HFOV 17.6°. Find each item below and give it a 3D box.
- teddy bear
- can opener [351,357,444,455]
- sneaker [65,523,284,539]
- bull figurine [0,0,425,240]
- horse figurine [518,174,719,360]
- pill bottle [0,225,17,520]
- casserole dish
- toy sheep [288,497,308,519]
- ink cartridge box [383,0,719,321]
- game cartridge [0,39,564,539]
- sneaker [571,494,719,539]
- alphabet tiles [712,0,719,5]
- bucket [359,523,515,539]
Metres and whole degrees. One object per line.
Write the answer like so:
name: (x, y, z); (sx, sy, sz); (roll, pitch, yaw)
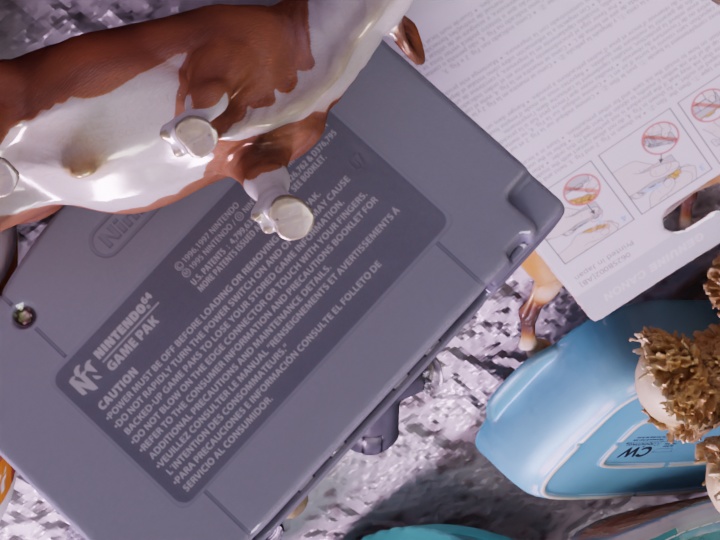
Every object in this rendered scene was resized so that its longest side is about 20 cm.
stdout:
teddy bear: (0.198, 0.052, 0.996); (0.199, 0.145, 0.067); (5, 135, -35)
can opener: (0.000, 0.000, 0.958); (0.078, 0.063, 0.200); (-8, 137, -15)
sneaker: (-0.081, 0.187, 1.108); (0.113, 0.076, 0.200); (-7, 134, -13)
bull figurine: (-0.063, -0.051, 0.766); (0.199, 0.122, 0.065); (-17, 116, 13)
horse figurine: (0.112, -0.032, 0.983); (0.199, 0.050, 0.133); (-25, 146, -2)
pill bottle: (-0.187, 0.048, 0.892); (0.112, 0.112, 0.200); (-8, 137, -15)
casserole dish: (0.144, 0.065, 1.077); (0.200, 0.039, 0.121); (3, 139, -40)
toy sheep: (-0.062, 0.016, 0.898); (0.138, 0.138, 0.200); (17, 110, -36)
ink cartridge box: (0.101, -0.093, 0.896); (0.162, 0.057, 0.200); (-33, 132, 11)
game cartridge: (-0.042, 0.007, 0.819); (0.200, 0.133, 0.040); (-46, 173, -5)
sneaker: (0.184, 0.148, 1.136); (0.200, 0.080, 0.071); (-3, 171, -42)
alphabet tiles: (0.178, -0.127, 0.744); (0.008, 0.200, 0.167); (-38, 161, -45)
bucket: (0.049, 0.225, 1.117); (0.207, 0.208, 0.135); (-42, 133, 21)
